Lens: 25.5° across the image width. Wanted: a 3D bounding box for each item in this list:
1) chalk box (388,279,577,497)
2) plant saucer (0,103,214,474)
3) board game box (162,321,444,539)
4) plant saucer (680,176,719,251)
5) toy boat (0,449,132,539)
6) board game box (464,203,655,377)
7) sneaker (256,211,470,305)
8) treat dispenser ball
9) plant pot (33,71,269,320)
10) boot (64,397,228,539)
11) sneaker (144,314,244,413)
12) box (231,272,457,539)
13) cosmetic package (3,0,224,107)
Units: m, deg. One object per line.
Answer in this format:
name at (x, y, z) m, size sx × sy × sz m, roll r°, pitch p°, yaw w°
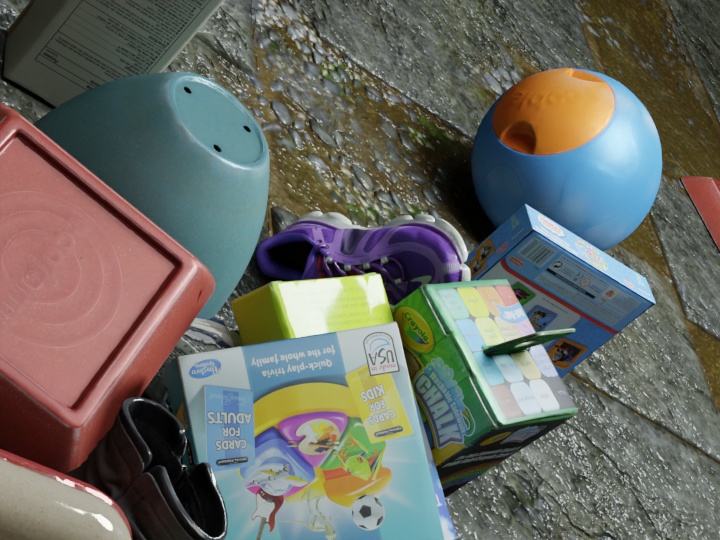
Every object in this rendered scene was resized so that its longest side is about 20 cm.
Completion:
chalk box at (0.069, 0.086, 1.207) m, size 0.125 × 0.200 × 0.124 m, roll 0°, pitch 57°, yaw -55°
plant saucer at (-0.206, 0.004, 1.012) m, size 0.200 × 0.037 × 0.200 m, roll 40°, pitch 50°, yaw -9°
board game box at (-0.031, 0.144, 1.017) m, size 0.151 × 0.047 × 0.200 m, roll -9°, pitch 78°, yaw -20°
plant saucer at (0.559, -0.043, 2.258) m, size 0.199 × 0.037 × 0.200 m, roll 21°, pitch 37°, yaw -41°
toy boat at (-0.227, 0.140, 0.842) m, size 0.200 × 0.131 × 0.131 m, roll 29°, pitch 2°, yaw -33°
board game box at (0.124, 0.047, 1.344) m, size 0.151 × 0.200 × 0.037 m, roll 29°, pitch 32°, yaw -32°
sneaker at (0.000, 0.000, 1.287) m, size 0.083 × 0.200 × 0.081 m, roll -21°, pitch 109°, yaw -49°
treat dispenser ball at (0.218, -0.113, 1.684) m, size 0.201 × 0.201 × 0.201 m, roll 34°, pitch 30°, yaw -23°
plant pot at (-0.146, -0.069, 1.183) m, size 0.200 × 0.135 × 0.200 m, roll 34°, pitch 31°, yaw -23°
boot at (-0.120, 0.182, 0.896) m, size 0.070 × 0.132 × 0.200 m, roll -2°, pitch 55°, yaw -57°
sneaker at (-0.089, 0.106, 1.104) m, size 0.200 × 0.077 × 0.085 m, roll 37°, pitch 33°, yaw -18°
box at (-0.009, 0.105, 1.112) m, size 0.122 × 0.048 × 0.200 m, roll -5°, pitch 75°, yaw -51°
cosmetic package at (-0.182, -0.213, 1.247) m, size 0.105 × 0.200 × 0.071 m, roll 31°, pitch 31°, yaw -31°
